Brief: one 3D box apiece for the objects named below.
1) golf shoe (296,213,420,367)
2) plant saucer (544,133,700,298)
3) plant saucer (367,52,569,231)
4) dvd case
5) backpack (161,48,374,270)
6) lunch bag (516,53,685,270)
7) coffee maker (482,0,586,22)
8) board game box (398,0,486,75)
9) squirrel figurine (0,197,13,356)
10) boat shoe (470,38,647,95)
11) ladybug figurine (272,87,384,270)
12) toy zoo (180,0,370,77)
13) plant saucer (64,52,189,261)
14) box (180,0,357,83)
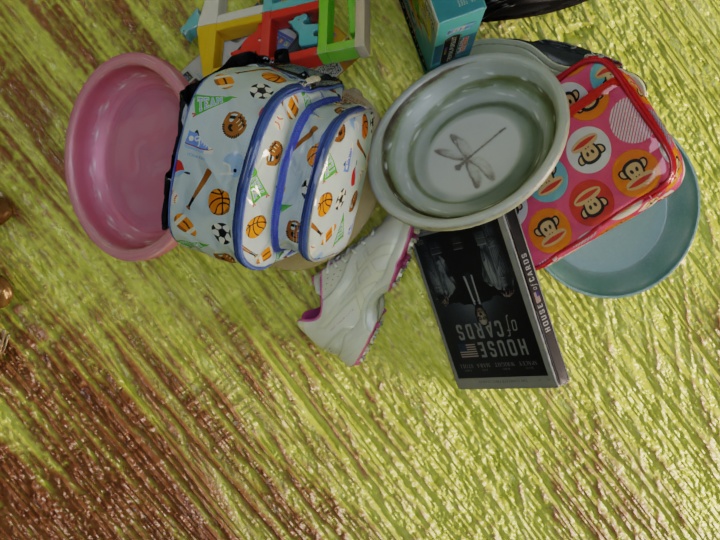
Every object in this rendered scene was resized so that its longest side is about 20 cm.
[{"bbox_3d":[0.000,0.000,0.917,0.091,0.075,0.201,25,101,5],"label":"golf shoe"},{"bbox_3d":[0.269,-0.071,0.963,0.199,0.036,0.201,0,94,-4],"label":"plant saucer"},{"bbox_3d":[0.105,-0.115,0.837,0.200,0.200,0.050,-45,140,-1],"label":"plant saucer"},{"bbox_3d":[0.125,0.025,0.905,0.025,0.150,0.201,-21,95,-35],"label":"dvd case"},{"bbox_3d":[-0.080,-0.085,0.760,0.153,0.190,0.201,14,107,23],"label":"backpack"},{"bbox_3d":[0.200,-0.113,0.878,0.200,0.082,0.177,-35,77,27],"label":"lunch bag"},{"bbox_3d":[0.138,-0.360,0.892,0.191,0.135,0.201,-7,94,2],"label":"coffee maker"},{"bbox_3d":[0.064,-0.281,0.841,0.047,0.200,0.152,-19,87,1],"label":"board game box"},{"bbox_3d":[-0.444,0.038,0.876,0.199,0.142,0.188,-5,104,9],"label":"squirrel figurine"},{"bbox_3d":[0.204,-0.207,0.933,0.198,0.066,0.075,12,117,20],"label":"boat shoe"},{"bbox_3d":[-0.045,-0.095,0.913,0.135,0.072,0.201,29,91,2],"label":"ladybug figurine"},{"bbox_3d":[-0.087,-0.253,0.876,0.199,0.020,0.132,-8,65,17],"label":"toy zoo"},{"bbox_3d":[-0.213,-0.110,0.870,0.200,0.051,0.202,3,95,36],"label":"plant saucer"},{"bbox_3d":[-0.113,-0.191,0.893,0.200,0.042,0.119,-41,60,-3],"label":"box"}]
